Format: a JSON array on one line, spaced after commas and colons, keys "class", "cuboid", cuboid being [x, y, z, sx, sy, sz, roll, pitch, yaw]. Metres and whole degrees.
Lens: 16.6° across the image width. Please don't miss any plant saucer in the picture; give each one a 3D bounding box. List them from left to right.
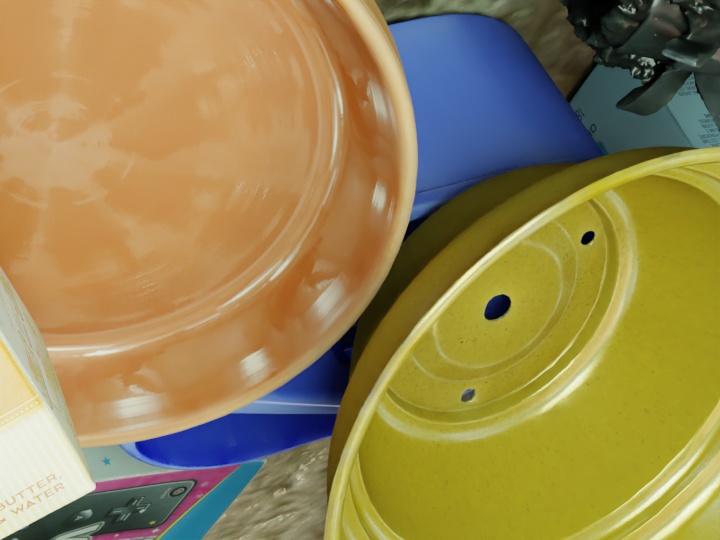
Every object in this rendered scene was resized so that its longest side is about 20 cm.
[{"class": "plant saucer", "cuboid": [-0.084, -0.033, 0.683, 0.199, 0.032, 0.201, -3, 129, -3]}]

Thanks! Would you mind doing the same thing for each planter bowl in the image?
[{"class": "planter bowl", "cuboid": [0.060, 0.030, 0.757, 0.200, 0.083, 0.201, -17, 129, -22]}]

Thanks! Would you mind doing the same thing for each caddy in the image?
[{"class": "caddy", "cuboid": [0.000, 0.000, 0.824, 0.199, 0.105, 0.142, -15, 152, -26]}]

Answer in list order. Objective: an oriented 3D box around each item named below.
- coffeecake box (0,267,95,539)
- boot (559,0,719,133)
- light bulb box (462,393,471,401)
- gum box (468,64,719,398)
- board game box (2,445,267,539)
[{"class": "coffeecake box", "cuboid": [-0.179, 0.005, 0.612, 0.153, 0.073, 0.200, -28, 130, -2]}, {"class": "boot", "cuboid": [0.146, -0.121, 0.745, 0.162, 0.199, 0.073, 14, 150, -13]}, {"class": "light bulb box", "cuboid": [0.111, 0.151, 1.110, 0.125, 0.199, 0.200, -27, 156, 0]}, {"class": "gum box", "cuboid": [0.118, 0.040, 0.910, 0.044, 0.200, 0.170, -8, 147, -36]}, {"class": "board game box", "cuboid": [-0.155, 0.093, 0.891, 0.200, 0.064, 0.148, -6, 147, -39]}]
